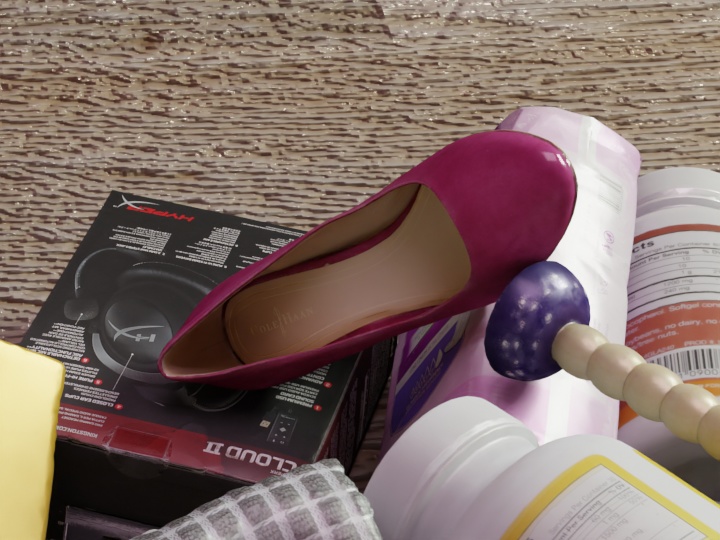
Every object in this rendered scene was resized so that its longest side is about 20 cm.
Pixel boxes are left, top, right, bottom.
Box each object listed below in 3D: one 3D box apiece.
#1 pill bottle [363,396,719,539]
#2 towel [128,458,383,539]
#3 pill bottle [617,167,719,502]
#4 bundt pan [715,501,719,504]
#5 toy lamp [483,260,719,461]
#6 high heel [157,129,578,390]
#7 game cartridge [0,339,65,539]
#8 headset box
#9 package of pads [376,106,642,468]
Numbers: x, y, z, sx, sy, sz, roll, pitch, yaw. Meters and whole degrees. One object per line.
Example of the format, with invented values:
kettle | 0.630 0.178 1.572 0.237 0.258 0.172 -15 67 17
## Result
pill bottle | 0.095 0.129 0.884 0.112 0.112 0.200 -29 48 -35
towel | -0.043 0.184 0.866 0.166 0.086 0.200 -21 82 -24
pill bottle | 0.153 0.044 1.124 0.112 0.112 0.200 4 37 0
bundt pan | 0.161 0.184 0.971 0.202 0.076 0.202 3 38 -2
toy lamp | 0.135 0.061 0.925 0.058 0.058 0.200 -26 41 -33
high heel | 0.000 0.000 1.001 0.096 0.067 0.200 -24 2 -41
game cartridge | -0.203 0.101 0.927 0.176 0.032 0.200 22 55 -29
headset box | -0.076 0.060 1.110 0.149 0.077 0.200 11 39 9
package of pads | 0.064 0.036 1.080 0.076 0.121 0.200 23 49 -15
